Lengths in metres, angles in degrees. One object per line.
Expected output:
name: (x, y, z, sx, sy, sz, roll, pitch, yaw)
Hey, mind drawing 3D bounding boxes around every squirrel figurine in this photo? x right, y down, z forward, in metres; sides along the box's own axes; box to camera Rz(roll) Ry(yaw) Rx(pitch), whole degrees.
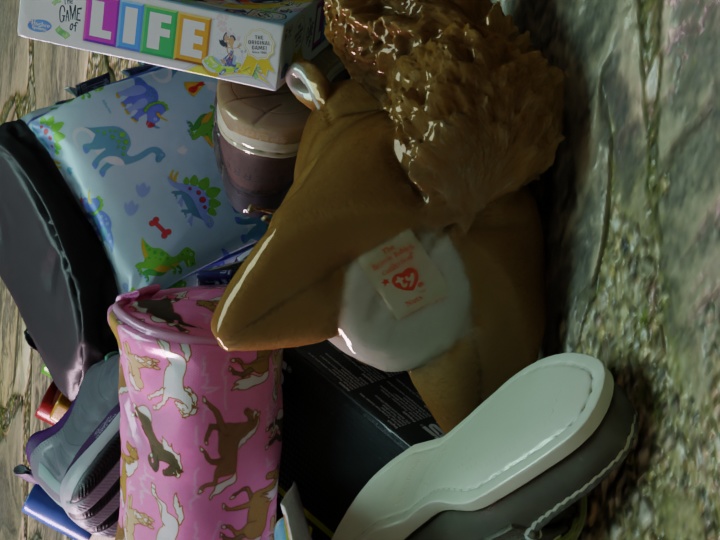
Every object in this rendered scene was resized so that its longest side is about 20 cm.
squirrel figurine: (0.023, -0.051, 1.207, 0.187, 0.141, 0.201, -95, 25, -64)

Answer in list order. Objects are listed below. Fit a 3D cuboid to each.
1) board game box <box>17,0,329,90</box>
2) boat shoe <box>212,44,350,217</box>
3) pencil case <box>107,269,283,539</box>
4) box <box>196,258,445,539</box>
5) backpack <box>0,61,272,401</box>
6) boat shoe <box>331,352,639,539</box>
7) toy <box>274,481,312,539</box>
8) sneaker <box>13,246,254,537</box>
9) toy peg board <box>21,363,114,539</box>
board game box: (-0.074, -0.145, 1.367, 0.200, 0.134, 0.034, -52, -29, -66)
boat shoe: (-0.043, -0.089, 1.392, 0.200, 0.071, 0.065, -81, 7, -65)
pencil case: (-0.080, 0.104, 1.277, 0.087, 0.082, 0.201, -115, 25, -65)
box: (-0.017, 0.124, 1.306, 0.200, 0.047, 0.194, 39, 133, 38)
backpack: (-0.096, -0.043, 1.491, 0.164, 0.199, 0.154, 63, 145, 18)
boat shoe: (0.059, 0.094, 1.120, 0.202, 0.060, 0.072, -37, 19, 52)
toy: (-0.032, 0.157, 1.175, 0.200, 0.047, 0.116, 140, 115, -86)
sneaker: (-0.100, 0.044, 1.408, 0.087, 0.200, 0.075, 24, 154, 48)
toy peg board: (-0.144, 0.061, 1.616, 0.201, 0.097, 0.199, -62, 1, 33)
